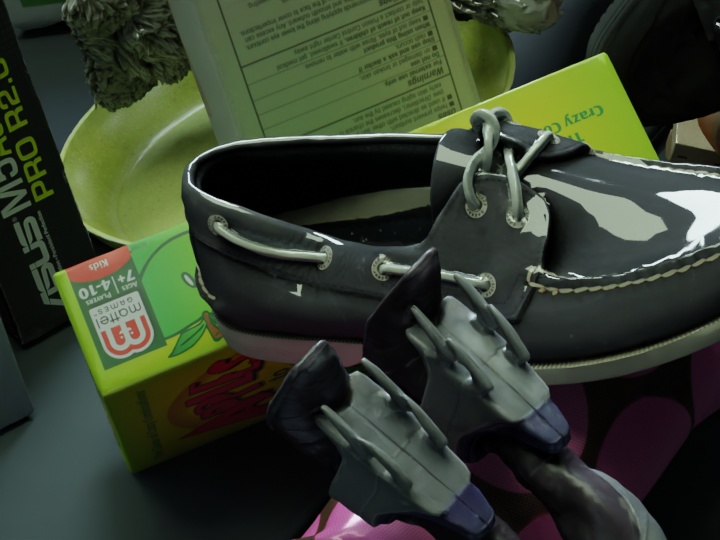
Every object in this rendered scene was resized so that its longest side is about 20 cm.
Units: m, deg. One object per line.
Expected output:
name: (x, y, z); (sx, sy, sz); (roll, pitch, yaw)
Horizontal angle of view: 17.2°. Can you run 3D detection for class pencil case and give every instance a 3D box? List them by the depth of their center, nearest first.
pencil case: (0.043, 0.061, 0.726); (0.200, 0.091, 0.093); (-42, 23, -32)

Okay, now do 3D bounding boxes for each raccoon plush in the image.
raccoon plush: (-0.033, -0.115, 0.982); (0.199, 0.097, 0.134); (16, 53, 42)

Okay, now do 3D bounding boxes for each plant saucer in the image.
plant saucer: (-0.029, -0.055, 0.994); (0.198, 0.031, 0.201); (-13, 33, 8)

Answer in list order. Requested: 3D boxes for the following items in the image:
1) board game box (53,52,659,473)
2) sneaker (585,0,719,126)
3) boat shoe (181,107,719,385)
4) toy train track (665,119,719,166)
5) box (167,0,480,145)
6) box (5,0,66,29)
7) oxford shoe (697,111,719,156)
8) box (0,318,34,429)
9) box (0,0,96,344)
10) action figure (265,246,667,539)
board game box: (0.000, 0.000, 0.823); (0.199, 0.102, 0.048); (-22, 73, -7)
sneaker: (0.172, -0.087, 0.790); (0.199, 0.060, 0.104); (-24, 28, 9)
boat shoe: (0.033, -0.013, 0.694); (0.199, 0.063, 0.073); (-3, 38, 31)
toy train track: (0.139, -0.101, 0.978); (0.114, 0.033, 0.201); (12, 42, -1)
box: (-0.026, -0.116, 0.862); (0.094, 0.201, 0.078); (-21, 25, -9)
box: (-0.081, -0.247, 1.183); (0.197, 0.172, 0.200); (-4, 34, 22)
oxford shoe: (0.227, -0.068, 0.869); (0.199, 0.071, 0.073); (-24, 51, -2)
box: (-0.200, -0.039, 0.936); (0.041, 0.157, 0.200); (-25, 31, -18)
box: (-0.183, -0.080, 0.986); (0.044, 0.161, 0.200); (-27, 33, -18)
action figure: (0.066, 0.087, 0.622); (0.200, 0.069, 0.130); (43, 59, 8)
